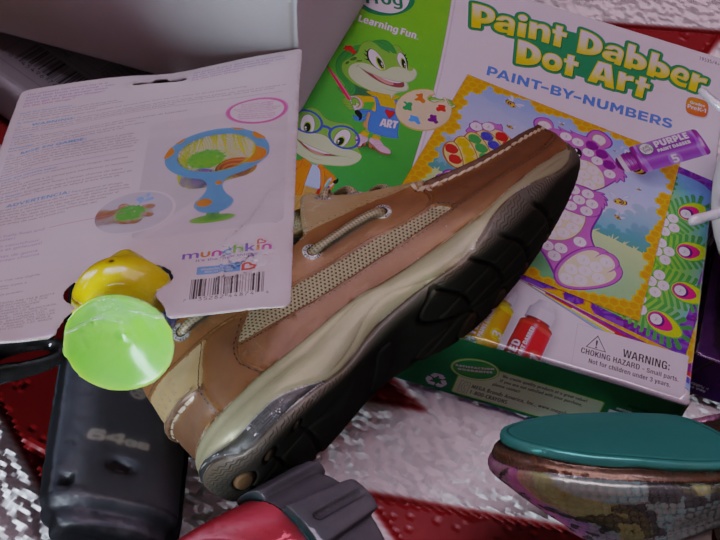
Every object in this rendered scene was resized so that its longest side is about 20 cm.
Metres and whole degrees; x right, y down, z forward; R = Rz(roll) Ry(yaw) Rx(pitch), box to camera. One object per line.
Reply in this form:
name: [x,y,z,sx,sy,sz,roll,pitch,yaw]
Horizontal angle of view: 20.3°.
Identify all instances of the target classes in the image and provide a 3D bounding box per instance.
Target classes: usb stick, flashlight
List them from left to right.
flashlight: [-0.077,0.133,0.659,0.199,0.068,0.068,-27,93,-34]
usb stick: [-0.087,0.020,0.773,0.055,0.033,0.201,19,48,-20]

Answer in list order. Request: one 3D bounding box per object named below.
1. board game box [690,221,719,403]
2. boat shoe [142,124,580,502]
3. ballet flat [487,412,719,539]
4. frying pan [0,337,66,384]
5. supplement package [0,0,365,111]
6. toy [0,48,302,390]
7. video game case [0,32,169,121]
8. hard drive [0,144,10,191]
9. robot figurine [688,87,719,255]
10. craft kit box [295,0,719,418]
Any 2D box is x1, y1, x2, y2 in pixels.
board game box: [0.242,0.037,0.880,0.199,0.032,0.120,20,49,1]
boat shoe: [0.000,0.000,0.751,0.074,0.076,0.200,42,59,18]
ballet flat: [0.139,0.084,0.772,0.199,0.072,0.069,-8,20,-27]
frying pan: [-0.204,0.054,0.700,0.189,0.031,0.115,4,49,2]
supplement package: [-0.096,-0.166,0.841,0.199,0.118,0.117,17,49,15]
toy: [-0.076,-0.016,0.720,0.114,0.047,0.200,-7,26,4]
video game case: [-0.129,-0.136,0.930,0.200,0.023,0.182,34,47,17]
hard drive: [-0.190,-0.032,0.685,0.140,0.038,0.200,49,22,6]
robot figurine: [0.232,-0.023,0.833,0.199,0.113,0.170,15,42,-6]
craft kit box: [0.052,-0.037,0.863,0.199,0.049,0.198,16,49,-3]
